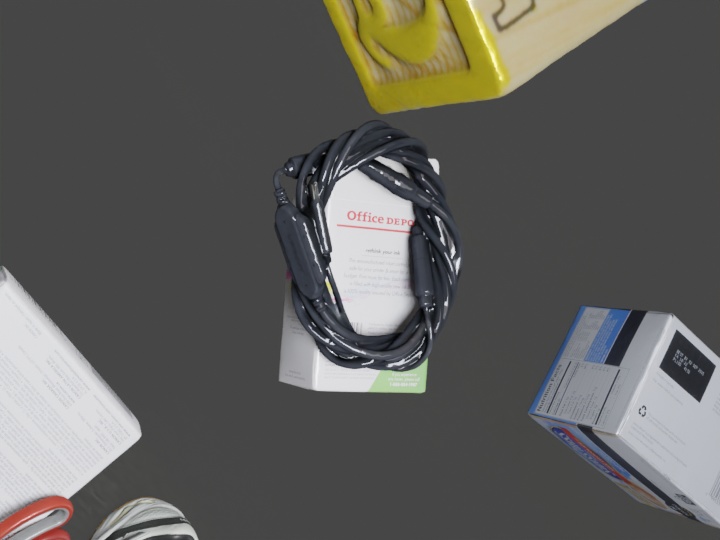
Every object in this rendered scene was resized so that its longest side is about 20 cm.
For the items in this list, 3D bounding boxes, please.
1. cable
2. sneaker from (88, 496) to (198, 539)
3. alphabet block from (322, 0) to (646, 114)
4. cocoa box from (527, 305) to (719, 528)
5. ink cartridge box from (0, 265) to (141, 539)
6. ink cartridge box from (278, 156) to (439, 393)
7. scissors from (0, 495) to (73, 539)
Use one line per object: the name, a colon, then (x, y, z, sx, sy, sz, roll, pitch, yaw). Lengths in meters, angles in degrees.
cable: (0.013, -0.015, 0.976, 0.162, 0.051, 0.202, -29, 104, -32)
sneaker: (-0.204, 0.254, 0.900, 0.200, 0.087, 0.076, -48, 117, -20)
alphabet block: (0.093, -0.267, 1.007, 0.199, 0.195, 0.198, -35, 108, -28)
cocoa box: (0.292, 0.143, 1.190, 0.200, 0.131, 0.134, 38, 73, -28)
ink cartridge box: (-0.286, 0.122, 0.876, 0.199, 0.050, 0.162, -39, 113, -6)
ink cartridge box: (0.000, 0.000, 1.031, 0.116, 0.067, 0.203, 5, 90, -32)
scissors: (-0.295, 0.225, 0.858, 0.199, 0.014, 0.074, -25, 143, -24)
